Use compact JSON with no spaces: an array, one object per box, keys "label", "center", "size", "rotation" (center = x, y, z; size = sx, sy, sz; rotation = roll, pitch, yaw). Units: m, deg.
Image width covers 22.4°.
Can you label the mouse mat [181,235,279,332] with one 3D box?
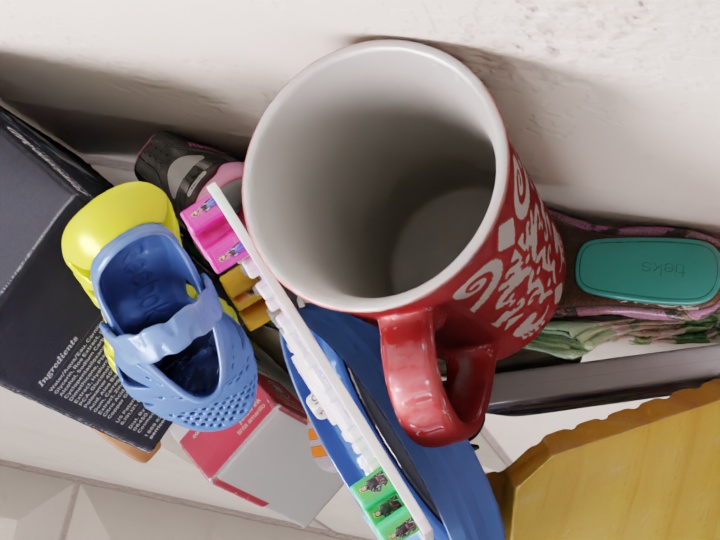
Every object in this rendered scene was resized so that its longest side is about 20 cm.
[{"label":"mouse mat","center":[-0.080,0.013,1.274],"size":[0.160,0.008,0.200],"rotation":[20,-170,-24]}]

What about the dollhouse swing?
[{"label":"dollhouse swing","center":[0.144,0.119,1.191],"size":[0.198,0.177,0.182],"rotation":[-16,-146,-14]}]

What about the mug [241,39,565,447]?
[{"label":"mug","center":[0.028,-0.003,0.946],"size":[0.132,0.179,0.200],"rotation":[16,172,21]}]

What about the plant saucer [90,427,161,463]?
[{"label":"plant saucer","center":[-0.223,0.066,1.393],"size":[0.200,0.032,0.200],"rotation":[46,178,2]}]

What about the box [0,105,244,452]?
[{"label":"box","center":[-0.200,-0.013,1.079],"size":[0.196,0.118,0.200],"rotation":[38,-179,33]}]

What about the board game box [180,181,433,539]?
[{"label":"board game box","center":[-0.025,0.064,0.964],"size":[0.026,0.201,0.200],"rotation":[-31,169,-4]}]

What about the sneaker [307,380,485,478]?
[{"label":"sneaker","center":[0.047,0.100,1.263],"size":[0.111,0.078,0.200],"rotation":[-5,179,-24]}]

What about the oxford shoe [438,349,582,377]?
[{"label":"oxford shoe","center":[0.091,0.048,1.290],"size":[0.075,0.058,0.200],"rotation":[8,175,-22]}]

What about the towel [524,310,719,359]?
[{"label":"towel","center":[0.126,0.034,1.146],"size":[0.152,0.024,0.199],"rotation":[6,-174,38]}]

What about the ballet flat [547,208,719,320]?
[{"label":"ballet flat","center":[0.124,0.000,1.075],"size":[0.198,0.070,0.071],"rotation":[6,167,13]}]

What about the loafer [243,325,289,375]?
[{"label":"loafer","center":[-0.039,0.056,1.410],"size":[0.199,0.070,0.075],"rotation":[20,179,-19]}]

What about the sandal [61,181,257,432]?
[{"label":"sandal","center":[-0.100,0.042,0.983],"size":[0.087,0.079,0.200],"rotation":[56,176,33]}]

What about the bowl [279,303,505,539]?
[{"label":"bowl","center":[0.020,0.105,1.096],"size":[0.201,0.039,0.201],"rotation":[53,164,23]}]

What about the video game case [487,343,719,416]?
[{"label":"video game case","center":[0.176,0.074,1.209],"size":[0.198,0.023,0.182],"rotation":[-8,172,14]}]

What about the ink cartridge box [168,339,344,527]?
[{"label":"ink cartridge box","center":[-0.107,0.095,1.445],"size":[0.200,0.084,0.145],"rotation":[45,-173,36]}]

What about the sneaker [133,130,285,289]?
[{"label":"sneaker","center":[-0.084,-0.035,1.158],"size":[0.095,0.079,0.200],"rotation":[30,171,22]}]

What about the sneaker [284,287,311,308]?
[{"label":"sneaker","center":[0.000,0.000,1.141],"size":[0.088,0.075,0.200],"rotation":[24,171,19]}]
